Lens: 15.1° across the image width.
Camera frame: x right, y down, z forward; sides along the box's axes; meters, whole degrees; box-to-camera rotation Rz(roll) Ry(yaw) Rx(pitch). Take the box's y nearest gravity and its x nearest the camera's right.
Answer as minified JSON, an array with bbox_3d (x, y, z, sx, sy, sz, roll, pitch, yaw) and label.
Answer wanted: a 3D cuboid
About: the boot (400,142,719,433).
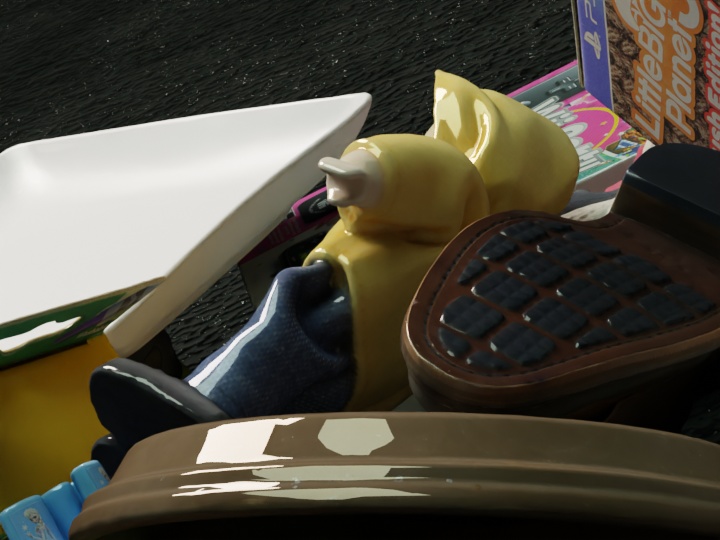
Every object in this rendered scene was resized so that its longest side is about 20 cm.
[{"bbox_3d":[0.063,0.034,0.768,0.074,0.097,0.200,29,27,23],"label":"boot"}]

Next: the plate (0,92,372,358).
[{"bbox_3d":[-0.116,-0.003,1.037,0.198,0.033,0.200,-5,25,36],"label":"plate"}]

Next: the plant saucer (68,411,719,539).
[{"bbox_3d":[0.022,0.065,0.726,0.198,0.030,0.200,2,-11,0],"label":"plant saucer"}]

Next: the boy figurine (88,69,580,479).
[{"bbox_3d":[0.000,0.000,0.859,0.064,0.125,0.200,29,55,21],"label":"boy figurine"}]

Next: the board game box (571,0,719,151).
[{"bbox_3d":[0.187,-0.080,0.849,0.159,0.097,0.200,-32,50,-19],"label":"board game box"}]

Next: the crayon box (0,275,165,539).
[{"bbox_3d":[-0.149,0.084,0.874,0.200,0.052,0.126,-38,-10,28],"label":"crayon box"}]

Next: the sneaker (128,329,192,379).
[{"bbox_3d":[-0.146,0.075,1.037,0.200,0.081,0.074,-37,20,-32],"label":"sneaker"}]

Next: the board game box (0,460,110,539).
[{"bbox_3d":[-0.160,0.133,0.847,0.199,0.026,0.200,-31,-8,-13],"label":"board game box"}]

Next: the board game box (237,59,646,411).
[{"bbox_3d":[0.055,-0.014,1.044,0.199,0.065,0.148,-26,18,-1],"label":"board game box"}]

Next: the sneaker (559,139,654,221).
[{"bbox_3d":[0.117,-0.005,0.926,0.199,0.081,0.075,-35,33,-1],"label":"sneaker"}]
